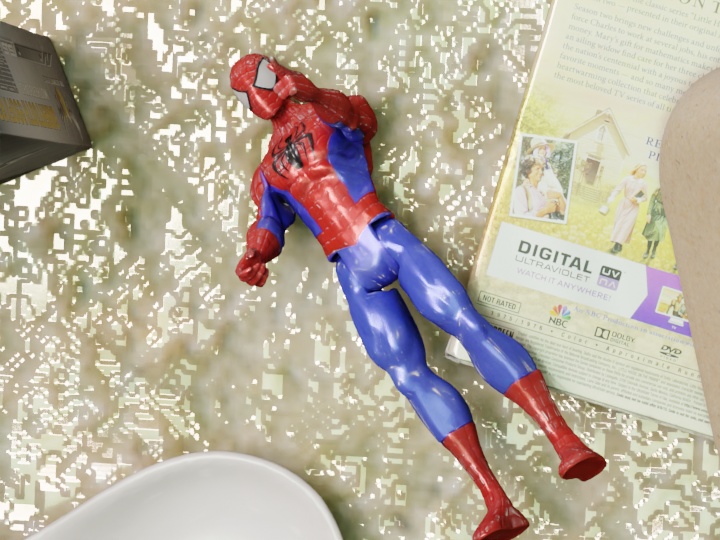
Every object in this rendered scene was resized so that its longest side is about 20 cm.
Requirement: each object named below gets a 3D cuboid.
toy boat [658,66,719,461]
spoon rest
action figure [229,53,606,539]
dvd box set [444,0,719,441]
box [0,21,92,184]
[{"bbox_3d":[0.191,0.011,0.991,0.130,0.130,0.201,-15,95,-25],"label":"toy boat"},{"bbox_3d":[-0.103,0.120,1.068,0.199,0.061,0.100,-5,94,6],"label":"spoon rest"},{"bbox_3d":[0.000,0.000,1.018,0.065,0.099,0.200,-39,71,17],"label":"action figure"},{"bbox_3d":[0.127,-0.043,1.052,0.145,0.029,0.201,16,96,3],"label":"dvd box set"},{"bbox_3d":[-0.189,-0.037,0.993,0.158,0.200,0.049,-21,89,5],"label":"box"}]
